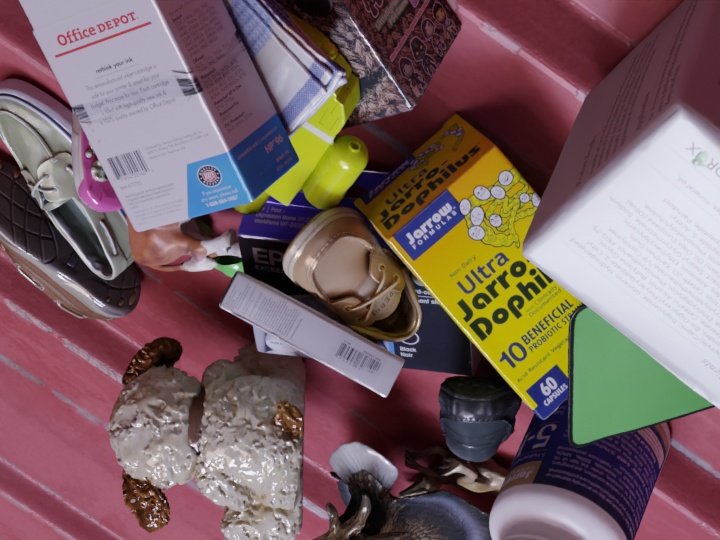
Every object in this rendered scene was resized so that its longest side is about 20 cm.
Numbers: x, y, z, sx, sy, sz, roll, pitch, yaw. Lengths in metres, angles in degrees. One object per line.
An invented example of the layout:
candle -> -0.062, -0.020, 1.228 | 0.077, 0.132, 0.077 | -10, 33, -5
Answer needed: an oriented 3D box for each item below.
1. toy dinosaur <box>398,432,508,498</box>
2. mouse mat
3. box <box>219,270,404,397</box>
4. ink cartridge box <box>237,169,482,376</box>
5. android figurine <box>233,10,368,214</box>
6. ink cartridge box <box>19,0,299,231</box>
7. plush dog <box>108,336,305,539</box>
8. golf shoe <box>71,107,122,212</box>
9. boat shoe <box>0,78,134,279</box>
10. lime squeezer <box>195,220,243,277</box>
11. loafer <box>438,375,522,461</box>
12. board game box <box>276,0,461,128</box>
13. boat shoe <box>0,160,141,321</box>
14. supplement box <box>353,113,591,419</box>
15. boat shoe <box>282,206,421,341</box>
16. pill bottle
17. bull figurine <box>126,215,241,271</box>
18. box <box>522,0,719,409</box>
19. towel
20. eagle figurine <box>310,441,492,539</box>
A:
toy dinosaur -> 0.108, 0.184, 1.760 | 0.200, 0.058, 0.101 | 0, 147, 42
mouse mat -> 0.249, 0.057, 1.463 | 0.200, 0.008, 0.161 | -15, 135, -10
box -> -0.042, 0.047, 1.521 | 0.144, 0.036, 0.200 | 29, 177, -4
ink cartridge box -> 0.000, 0.000, 1.605 | 0.198, 0.043, 0.200 | 6, 135, 13
android figurine -> -0.076, -0.119, 1.394 | 0.182, 0.041, 0.200 | 34, 142, -5
ink cartridge box -> -0.140, -0.137, 1.301 | 0.116, 0.068, 0.200 | -12, 111, 38
plush dog -> -0.135, 0.144, 1.692 | 0.172, 0.200, 0.160 | 1, 165, -1
golf shoe -> -0.195, -0.135, 1.498 | 0.075, 0.200, 0.091 | 20, 157, -34
boat shoe -> -0.256, -0.079, 1.679 | 0.072, 0.062, 0.200 | -19, 120, 42
lime squeezer -> -0.127, -0.032, 1.671 | 0.200, 0.038, 0.071 | 22, 140, 10
loafer -> 0.100, 0.124, 1.599 | 0.068, 0.070, 0.201 | 5, 176, 7
board game box -> -0.054, -0.204, 1.397 | 0.159, 0.097, 0.200 | -13, 125, 39
boat shoe -> -0.294, -0.020, 1.758 | 0.200, 0.076, 0.072 | 45, 140, -15
supplement box -> 0.106, -0.003, 1.472 | 0.200, 0.109, 0.110 | 48, -179, -22
boat shoe -> 0.003, 0.008, 1.469 | 0.069, 0.074, 0.200 | 42, -177, 22
pill bottle -> 0.175, 0.196, 1.603 | 0.120, 0.200, 0.120 | 16, 138, 15
bull figurine -> -0.155, -0.083, 1.602 | 0.121, 0.065, 0.200 | 12, 129, 17
box -> 0.249, -0.054, 1.280 | 0.200, 0.199, 0.171 | 38, 131, -9
towel -> -0.115, -0.162, 1.331 | 0.200, 0.024, 0.147 | 45, 131, 0
eagle figurine -> 0.024, 0.239, 1.759 | 0.151, 0.200, 0.152 | -41, 74, 22
